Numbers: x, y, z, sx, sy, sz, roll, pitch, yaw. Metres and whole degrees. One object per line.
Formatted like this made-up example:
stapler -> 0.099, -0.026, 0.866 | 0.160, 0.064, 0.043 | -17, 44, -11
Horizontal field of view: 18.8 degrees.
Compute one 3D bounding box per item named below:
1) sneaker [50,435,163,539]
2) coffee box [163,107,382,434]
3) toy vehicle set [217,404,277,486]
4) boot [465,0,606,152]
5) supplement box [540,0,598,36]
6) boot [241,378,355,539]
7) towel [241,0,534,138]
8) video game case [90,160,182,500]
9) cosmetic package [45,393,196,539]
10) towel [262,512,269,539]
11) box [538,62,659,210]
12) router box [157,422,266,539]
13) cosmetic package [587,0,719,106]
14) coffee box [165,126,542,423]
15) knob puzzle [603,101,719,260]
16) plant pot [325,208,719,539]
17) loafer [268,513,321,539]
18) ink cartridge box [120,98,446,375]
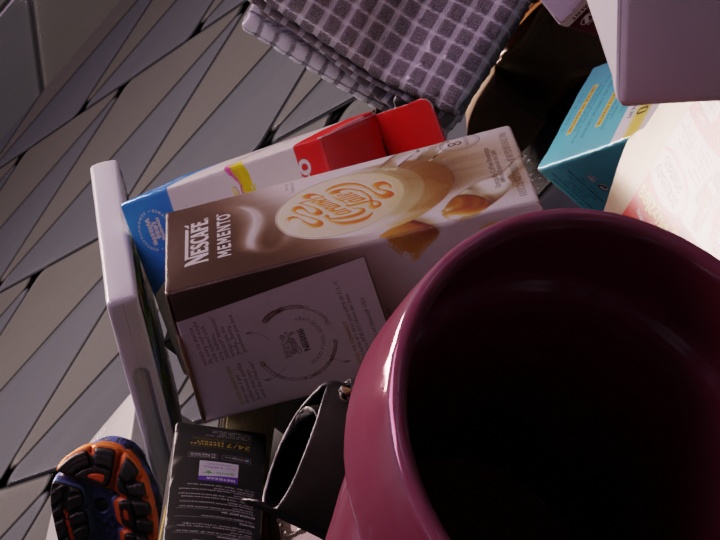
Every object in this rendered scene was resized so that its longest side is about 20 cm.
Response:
sneaker -> -0.134, 0.188, 1.284 | 0.078, 0.075, 0.201 | -66, -25, -73
coffee box -> -0.018, 0.005, 1.406 | 0.200, 0.113, 0.080 | -39, 22, 32
toy vehicle set -> -0.073, 0.134, 1.257 | 0.124, 0.026, 0.201 | -95, 13, -66
boot -> 0.139, -0.171, 1.430 | 0.200, 0.074, 0.155 | -41, 16, 24
supplement box -> 0.167, -0.183, 1.220 | 0.109, 0.061, 0.200 | -45, -18, 20
boot -> 0.044, 0.060, 1.059 | 0.200, 0.138, 0.077 | -65, 19, -13
towel -> 0.036, -0.203, 1.361 | 0.200, 0.165, 0.086 | -60, 10, -10
video game case -> -0.137, 0.051, 1.374 | 0.022, 0.183, 0.200 | -13, 28, -3
cosmetic package -> -0.153, 0.179, 1.446 | 0.107, 0.090, 0.200 | -50, 20, 18
towel -> 0.008, 0.097, 1.209 | 0.200, 0.022, 0.145 | -46, 18, 16
box -> 0.183, -0.090, 1.191 | 0.200, 0.049, 0.082 | -18, 37, 61
router box -> -0.089, 0.205, 1.133 | 0.157, 0.052, 0.200 | -92, 11, -64
cosmetic package -> 0.206, -0.170, 1.008 | 0.200, 0.199, 0.123 | -93, 1, -62
coffee box -> 0.000, 0.000, 1.167 | 0.199, 0.080, 0.114 | -15, 24, 1
knob puzzle -> 0.167, -0.007, 1.064 | 0.220, 0.030, 0.220 | -48, 33, 46
plant pot -> 0.071, 0.102, 0.896 | 0.200, 0.200, 0.179 | -64, 7, -35
loafer -> -0.012, 0.150, 1.110 | 0.067, 0.076, 0.200 | 2, 69, 50
ink cartridge box -> -0.034, -0.019, 1.292 | 0.200, 0.116, 0.067 | -17, 7, 36
